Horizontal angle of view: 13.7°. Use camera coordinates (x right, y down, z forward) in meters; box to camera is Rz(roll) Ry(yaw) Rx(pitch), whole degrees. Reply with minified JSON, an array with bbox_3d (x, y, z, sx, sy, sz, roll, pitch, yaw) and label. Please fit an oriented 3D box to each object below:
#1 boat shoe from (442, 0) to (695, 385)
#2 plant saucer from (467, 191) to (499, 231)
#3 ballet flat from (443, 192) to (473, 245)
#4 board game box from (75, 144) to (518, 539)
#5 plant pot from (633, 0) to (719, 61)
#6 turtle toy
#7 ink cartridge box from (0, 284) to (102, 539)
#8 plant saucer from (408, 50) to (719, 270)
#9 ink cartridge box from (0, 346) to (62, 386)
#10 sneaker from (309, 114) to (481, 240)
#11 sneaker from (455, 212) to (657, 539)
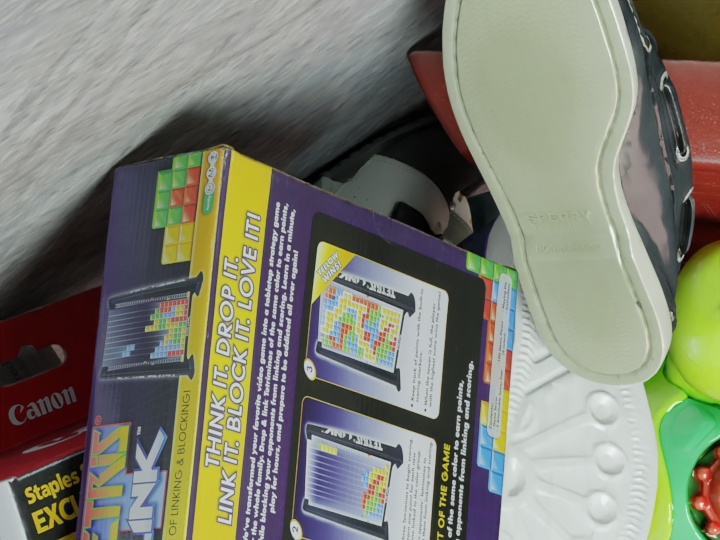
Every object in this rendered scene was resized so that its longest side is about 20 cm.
[{"bbox_3d":[0.084,-0.056,1.088,0.074,0.200,0.066,-1,-146,31],"label":"boat shoe"},{"bbox_3d":[0.036,0.032,1.557,0.200,0.036,0.200,-49,-161,24],"label":"plant saucer"},{"bbox_3d":[0.023,-0.015,1.439,0.064,0.067,0.200,-62,180,-15],"label":"ballet flat"},{"bbox_3d":[-0.021,0.077,1.034,0.057,0.201,0.165,-9,159,41],"label":"board game box"},{"bbox_3d":[0.204,-0.117,1.247,0.200,0.142,0.200,-35,173,-5],"label":"plant pot"},{"bbox_3d":[0.156,0.074,1.233,0.101,0.201,0.146,7,-140,35],"label":"turtle toy"},{"bbox_3d":[-0.074,0.093,1.082,0.084,0.176,0.200,-14,-175,39],"label":"ink cartridge box"},{"bbox_3d":[0.141,-0.034,1.201,0.199,0.037,0.200,5,166,27],"label":"plant saucer"},{"bbox_3d":[-0.168,0.113,1.109,0.067,0.116,0.200,-40,172,39],"label":"ink cartridge box"},{"bbox_3d":[0.000,0.000,1.277,0.200,0.089,0.074,-32,172,-35],"label":"sneaker"},{"bbox_3d":[0.053,0.077,1.186,0.080,0.201,0.147,13,150,-16],"label":"sneaker"}]
